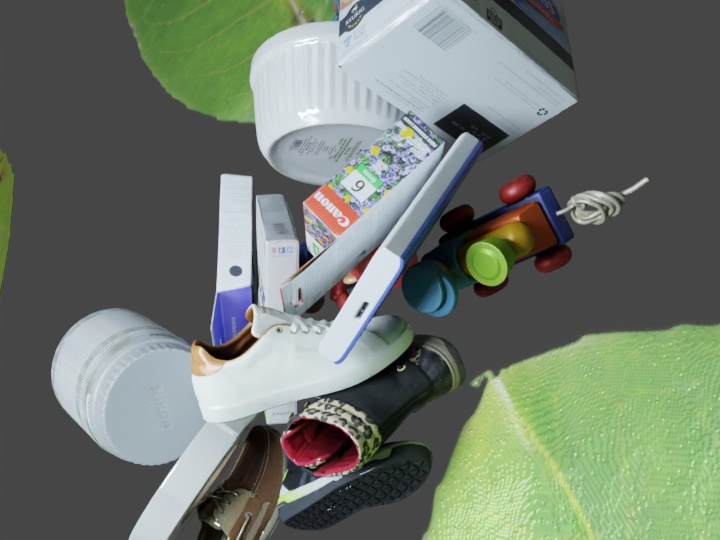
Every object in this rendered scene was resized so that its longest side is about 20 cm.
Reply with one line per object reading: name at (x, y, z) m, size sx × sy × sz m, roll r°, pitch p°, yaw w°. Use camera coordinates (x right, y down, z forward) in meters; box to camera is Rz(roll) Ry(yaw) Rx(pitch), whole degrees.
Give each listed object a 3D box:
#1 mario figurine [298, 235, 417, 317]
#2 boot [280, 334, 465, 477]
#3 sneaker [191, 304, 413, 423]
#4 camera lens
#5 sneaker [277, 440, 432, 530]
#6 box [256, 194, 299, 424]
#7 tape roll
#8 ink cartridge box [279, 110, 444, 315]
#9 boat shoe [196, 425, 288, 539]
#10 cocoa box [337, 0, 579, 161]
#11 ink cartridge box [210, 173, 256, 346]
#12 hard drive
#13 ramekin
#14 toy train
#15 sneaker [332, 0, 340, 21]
mario figurine at (0.000, 0.000, 0.995) m, size 0.200 × 0.106 × 0.124 m, roll -15°, pitch 93°, yaw 59°
boot at (-0.017, 0.122, 0.861) m, size 0.199 × 0.074 × 0.150 m, roll -5°, pitch 22°, yaw 44°
sneaker at (-0.050, 0.062, 0.809) m, size 0.073 × 0.199 × 0.085 m, roll -149°, pitch 43°, yaw -68°
camera lens at (-0.288, 0.142, 1.174) m, size 0.200 × 0.160 × 0.161 m, roll 19°, pitch 84°, yaw 54°
sneaker at (-0.016, 0.182, 0.884) m, size 0.200 × 0.072 × 0.083 m, roll -32°, pitch 46°, yaw 37°
box at (-0.088, 0.037, 0.974) m, size 0.144 × 0.036 × 0.201 m, roll -113°, pitch 24°, yaw -65°
tape roll at (-0.171, 0.215, 0.990) m, size 0.203 × 0.037 × 0.203 m, roll -56°, pitch -3°, yaw -5°
ink cartridge box at (-0.012, -0.046, 0.854) m, size 0.200 × 0.109 × 0.050 m, roll -42°, pitch 75°, yaw -15°
boat shoe at (-0.133, 0.259, 0.982) m, size 0.076 × 0.072 × 0.201 m, roll -4°, pitch 66°, yaw 50°
cocoa box at (0.092, -0.224, 0.886) m, size 0.133 × 0.199 × 0.132 m, roll -29°, pitch 48°, yaw 38°
ink cartridge box at (-0.140, 0.029, 1.065) m, size 0.199 × 0.043 × 0.201 m, roll 97°, pitch 174°, yaw -57°
hard drive at (0.038, -0.023, 0.798) m, size 0.132 × 0.025 × 0.200 m, roll -59°, pitch -3°, yaw 41°
ramekin at (-0.022, -0.169, 1.008) m, size 0.200 × 0.199 × 0.106 m, roll -18°, pitch 64°, yaw 45°
toy train at (0.131, -0.026, 0.772) m, size 0.199 × 0.085 × 0.116 m, roll -25°, pitch 6°, yaw 41°
sneaker at (-0.012, -0.321, 1.104) m, size 0.079 × 0.096 × 0.200 m, roll -18°, pitch 22°, yaw 8°
